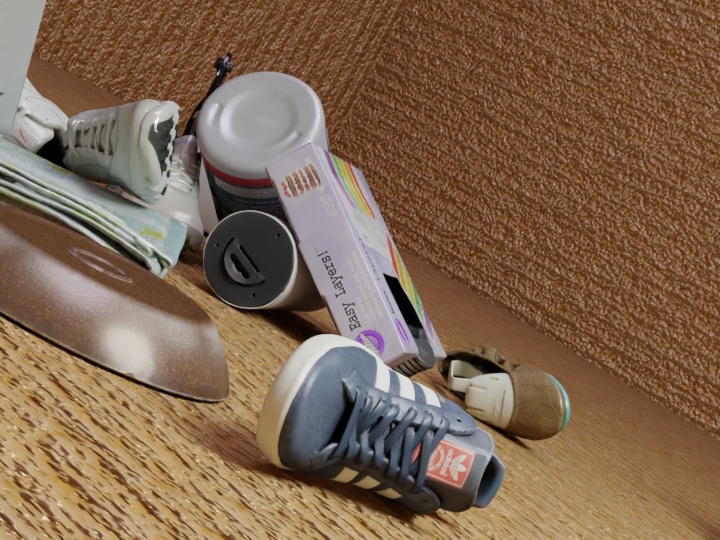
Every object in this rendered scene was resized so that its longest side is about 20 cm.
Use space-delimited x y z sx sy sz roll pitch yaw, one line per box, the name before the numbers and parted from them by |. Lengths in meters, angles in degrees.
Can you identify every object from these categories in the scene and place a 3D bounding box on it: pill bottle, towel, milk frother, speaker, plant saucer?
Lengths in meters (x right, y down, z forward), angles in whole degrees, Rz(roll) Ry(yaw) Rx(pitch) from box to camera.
pill bottle | -0.083 -0.079 1.561 0.119 0.120 0.201 30 -28 25
towel | -0.208 -0.043 1.165 0.170 0.048 0.200 29 3 -6
milk frother | -0.206 -0.264 2.964 0.187 0.201 0.180 27 0 -23
speaker | -0.071 -0.005 1.416 0.081 0.082 0.200 29 4 12
plant saucer | -0.155 0.010 0.934 0.199 0.037 0.200 28 5 -2

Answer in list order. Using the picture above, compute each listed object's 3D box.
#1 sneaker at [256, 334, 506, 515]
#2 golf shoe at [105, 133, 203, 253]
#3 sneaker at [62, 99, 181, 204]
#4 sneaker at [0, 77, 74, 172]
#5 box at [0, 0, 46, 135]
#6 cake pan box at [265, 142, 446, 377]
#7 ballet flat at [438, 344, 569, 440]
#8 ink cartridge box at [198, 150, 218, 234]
sneaker | 0.020 0.088 0.864 0.084 0.075 0.200 25 2 28
golf shoe | -0.179 -0.081 1.507 0.078 0.098 0.200 28 5 -28
sneaker | -0.182 -0.091 1.235 0.080 0.076 0.200 13 -6 -13
sneaker | -0.292 -0.133 1.353 0.200 0.078 0.099 41 1 -37
box | -0.330 -0.229 1.194 0.198 0.201 0.131 11 22 -24
cake pan box | 0.000 0.000 1.396 0.201 0.052 0.184 66 12 11
ballet flat | 0.120 0.107 1.498 0.072 0.068 0.200 6 11 -18
ink cartridge box | -0.111 -0.062 1.840 0.144 0.085 0.200 30 3 31
